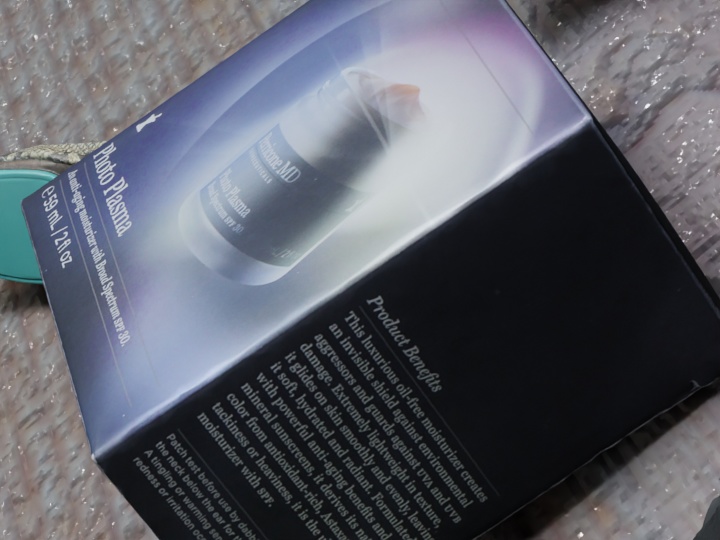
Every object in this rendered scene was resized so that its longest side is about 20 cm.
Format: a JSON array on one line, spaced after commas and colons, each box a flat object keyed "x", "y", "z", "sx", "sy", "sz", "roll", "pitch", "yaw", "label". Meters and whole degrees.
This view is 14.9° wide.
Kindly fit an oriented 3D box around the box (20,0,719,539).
[{"x": 0.000, "y": 0.000, "z": 0.982, "sx": 0.198, "sy": 0.123, "sz": 0.200, "roll": -34, "pitch": 30, "yaw": 3, "label": "box"}]

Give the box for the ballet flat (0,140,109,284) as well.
[{"x": -0.105, "y": -0.033, "z": 1.239, "sx": 0.200, "sy": 0.068, "sz": 0.075, "roll": -4, "pitch": 25, "yaw": 41, "label": "ballet flat"}]

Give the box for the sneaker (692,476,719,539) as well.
[{"x": 0.172, "y": 0.066, "z": 0.748, "sx": 0.200, "sy": 0.077, "sz": 0.111, "roll": -34, "pitch": 40, "yaw": 28, "label": "sneaker"}]
